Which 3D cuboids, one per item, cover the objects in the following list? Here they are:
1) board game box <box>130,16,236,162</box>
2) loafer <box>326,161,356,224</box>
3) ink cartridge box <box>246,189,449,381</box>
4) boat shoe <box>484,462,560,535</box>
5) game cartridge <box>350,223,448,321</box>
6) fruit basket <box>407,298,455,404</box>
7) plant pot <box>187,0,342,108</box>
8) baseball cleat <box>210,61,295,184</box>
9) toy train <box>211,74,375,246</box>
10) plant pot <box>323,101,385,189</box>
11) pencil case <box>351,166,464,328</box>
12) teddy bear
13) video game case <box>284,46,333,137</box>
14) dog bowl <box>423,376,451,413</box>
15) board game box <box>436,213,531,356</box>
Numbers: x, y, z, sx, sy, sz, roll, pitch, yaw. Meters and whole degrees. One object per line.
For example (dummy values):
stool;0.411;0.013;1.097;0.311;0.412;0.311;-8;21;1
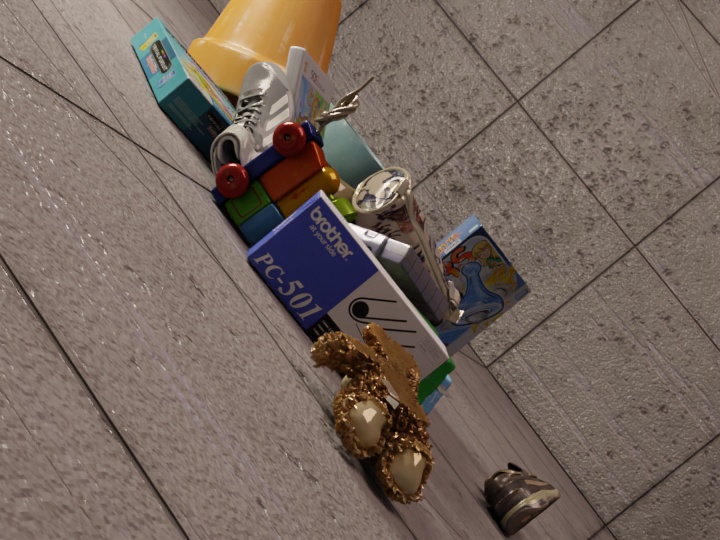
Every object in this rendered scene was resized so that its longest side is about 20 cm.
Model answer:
board game box;-0.189;-0.194;1.593;0.151;0.047;0.201;49;6;-34
loafer;-0.042;-0.086;1.593;0.066;0.077;0.200;6;-23;18
ink cartridge box;-0.011;0.032;1.313;0.201;0.094;0.044;52;6;-10
boat shoe;0.192;0.267;1.660;0.074;0.074;0.200;52;3;13
game cartridge;-0.006;-0.011;1.528;0.198;0.039;0.130;20;-17;36
fruit basket;0.002;0.055;1.473;0.199;0.094;0.185;36;-6;36
plant pot;-0.115;-0.293;1.798;0.198;0.185;0.200;25;-4;2
baseball cleat;-0.115;-0.152;1.475;0.106;0.069;0.203;37;42;-55
toy train;-0.039;-0.091;1.358;0.117;0.199;0.085;57;6;13
plant pot;-0.050;-0.175;2.270;0.201;0.134;0.200;51;4;-5
pencil case;0.056;-0.024;1.610;0.088;0.078;0.202;1;-50;35
teddy bear;0.011;0.120;1.136;0.145;0.067;0.201;39;17;-29
video game case;-0.075;-0.149;1.652;0.022;0.203;0.182;10;-4;11
dog bowl;0.046;0.093;1.695;0.200;0.049;0.112;48;6;-37
board game box;0.108;0.040;1.781;0.136;0.199;0.035;47;5;-33
